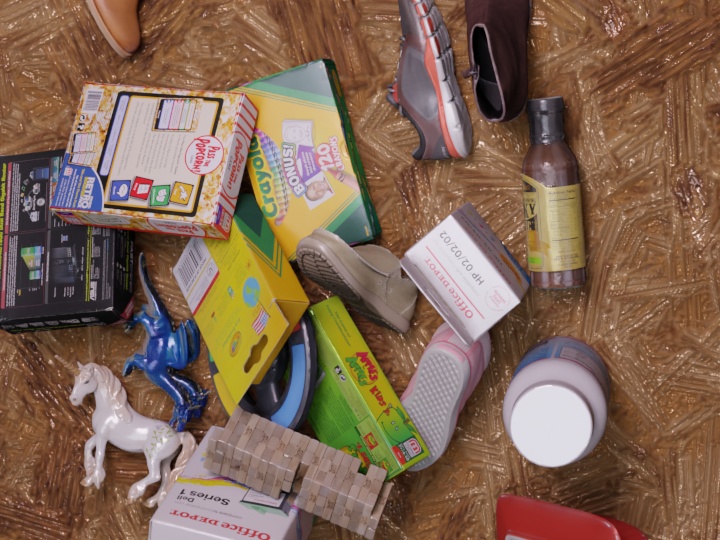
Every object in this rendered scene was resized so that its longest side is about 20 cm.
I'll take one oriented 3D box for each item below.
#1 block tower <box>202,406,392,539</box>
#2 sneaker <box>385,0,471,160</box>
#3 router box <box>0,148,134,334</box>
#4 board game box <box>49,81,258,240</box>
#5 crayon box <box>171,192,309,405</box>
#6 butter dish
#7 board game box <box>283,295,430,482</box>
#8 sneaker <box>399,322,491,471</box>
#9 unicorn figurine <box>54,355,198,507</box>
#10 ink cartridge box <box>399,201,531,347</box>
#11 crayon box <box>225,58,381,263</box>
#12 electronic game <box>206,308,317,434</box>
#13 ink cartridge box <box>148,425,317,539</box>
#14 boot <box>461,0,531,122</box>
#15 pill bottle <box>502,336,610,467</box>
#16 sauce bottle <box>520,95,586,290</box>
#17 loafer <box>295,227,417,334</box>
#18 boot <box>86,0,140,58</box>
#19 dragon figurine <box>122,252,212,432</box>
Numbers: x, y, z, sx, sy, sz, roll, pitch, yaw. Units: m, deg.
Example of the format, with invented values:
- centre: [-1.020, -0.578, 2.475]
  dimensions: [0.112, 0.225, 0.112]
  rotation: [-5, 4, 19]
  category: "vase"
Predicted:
- centre: [-0.065, 0.213, 1.518]
  dimensions: [0.198, 0.058, 0.054]
  rotation: [21, 133, 5]
  category: "block tower"
- centre: [0.058, -0.211, 1.528]
  dimensions: [0.081, 0.077, 0.203]
  rotation: [-13, 94, 19]
  category: "sneaker"
- centre: [-0.332, -0.035, 1.600]
  dimensions: [0.148, 0.062, 0.203]
  rotation: [-5, 73, 13]
  category: "router box"
- centre: [-0.222, -0.119, 1.531]
  dimensions: [0.197, 0.046, 0.154]
  rotation: [7, 73, 20]
  category: "board game box"
- centre: [-0.125, 0.029, 1.521]
  dimensions: [0.128, 0.050, 0.201]
  rotation: [-55, 47, 32]
  category: "crayon box"
- centre: [0.254, 0.338, 1.532]
  dimensions: [0.198, 0.146, 0.203]
  rotation: [4, 101, 56]
  category: "butter dish"
- centre: [-0.015, 0.141, 1.565]
  dimensions: [0.101, 0.047, 0.202]
  rotation: [-40, 77, 46]
  category: "board game box"
- centre: [0.089, 0.132, 1.574]
  dimensions: [0.075, 0.105, 0.202]
  rotation: [30, 132, 9]
  category: "sneaker"
- centre: [-0.278, 0.192, 1.660]
  dimensions: [0.197, 0.074, 0.139]
  rotation: [19, 92, -6]
  category: "unicorn figurine"
- centre: [0.112, 0.001, 1.478]
  dimensions: [0.068, 0.200, 0.115]
  rotation: [-40, 89, 14]
  category: "ink cartridge box"
- centre: [-0.062, -0.119, 1.572]
  dimensions: [0.117, 0.058, 0.203]
  rotation: [-15, 94, 13]
  category: "crayon box"
- centre: [-0.111, 0.090, 1.572]
  dimensions: [0.199, 0.041, 0.203]
  rotation: [8, 100, 51]
  category: "electronic game"
- centre: [-0.133, 0.268, 1.560]
  dimensions: [0.143, 0.200, 0.085]
  rotation: [12, 117, 10]
  category: "ink cartridge box"
- centre: [0.137, -0.252, 1.456]
  dimensions: [0.071, 0.166, 0.203]
  rotation: [-7, 96, 12]
  category: "boot"
- centre: [0.204, 0.138, 1.478]
  dimensions: [0.107, 0.200, 0.111]
  rotation: [2, 98, 12]
  category: "pill bottle"
- centre: [0.204, -0.083, 1.520]
  dimensions: [0.064, 0.065, 0.203]
  rotation: [-4, 95, 12]
  category: "sauce bottle"
- centre: [0.000, 0.000, 1.527]
  dimensions: [0.075, 0.200, 0.069]
  rotation: [17, 74, 35]
  category: "loafer"
- centre: [-0.232, -0.348, 1.571]
  dimensions: [0.152, 0.074, 0.203]
  rotation: [-14, 97, 9]
  category: "boot"
- centre: [-0.216, 0.080, 1.631]
  dimensions: [0.098, 0.059, 0.203]
  rotation: [7, 100, 11]
  category: "dragon figurine"
